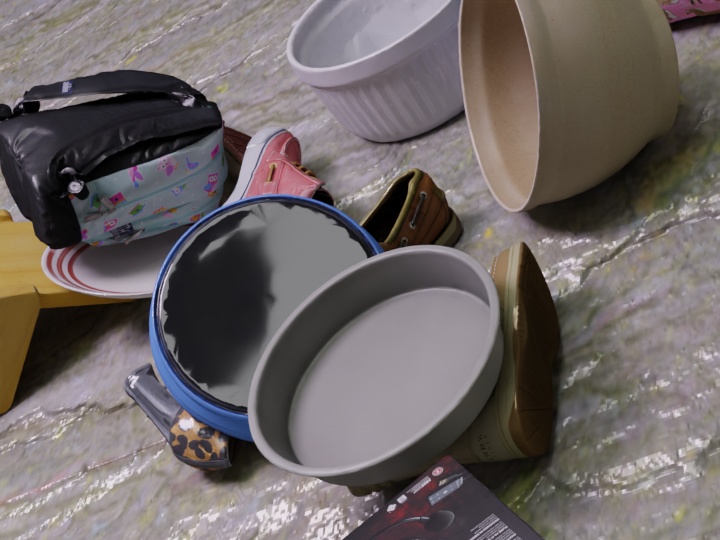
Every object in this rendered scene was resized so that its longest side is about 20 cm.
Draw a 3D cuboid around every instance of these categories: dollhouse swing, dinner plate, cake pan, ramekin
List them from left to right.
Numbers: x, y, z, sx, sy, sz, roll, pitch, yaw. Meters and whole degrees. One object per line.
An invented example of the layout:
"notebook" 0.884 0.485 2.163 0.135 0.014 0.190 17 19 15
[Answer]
"dollhouse swing" -0.315 0.046 1.760 0.200 0.176 0.182 52 127 60
"dinner plate" -0.192 -0.014 1.686 0.200 0.024 0.200 -3 26 2
"cake pan" 0.015 0.069 1.273 0.200 0.037 0.200 -23 39 20
"ramekin" 0.040 -0.210 1.721 0.200 0.105 0.200 -24 30 15

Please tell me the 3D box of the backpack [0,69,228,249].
"backpack" -0.223 -0.101 1.699 0.200 0.127 0.167 -18 46 -21

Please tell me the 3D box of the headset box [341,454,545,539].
"headset box" 0.057 0.219 1.108 0.149 0.077 0.200 -38 29 -8

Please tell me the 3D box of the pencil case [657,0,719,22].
"pencil case" 0.262 -0.249 1.588 0.200 0.083 0.087 -7 38 36

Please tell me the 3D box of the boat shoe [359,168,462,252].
"boat shoe" 0.000 0.000 1.489 0.072 0.068 0.200 6 49 46

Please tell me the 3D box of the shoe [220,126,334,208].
"shoe" -0.063 -0.067 1.656 0.091 0.072 0.200 -3 33 17

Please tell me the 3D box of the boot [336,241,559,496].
"boot" 0.062 0.071 1.325 0.155 0.073 0.200 -19 38 24

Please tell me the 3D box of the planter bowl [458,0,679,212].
"planter bowl" 0.171 -0.153 1.456 0.135 0.201 0.200 -8 28 -12

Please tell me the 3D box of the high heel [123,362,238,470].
"high heel" -0.079 0.077 1.472 0.200 0.071 0.143 -37 42 -12

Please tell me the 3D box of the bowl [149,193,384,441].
"bowl" -0.068 0.032 1.419 0.200 0.039 0.201 -2 68 5

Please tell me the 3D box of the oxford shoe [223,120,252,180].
"oxford shoe" -0.147 -0.110 1.817 0.200 0.070 0.075 34 100 54

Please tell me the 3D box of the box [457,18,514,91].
"box" 0.144 -0.217 1.618 0.041 0.119 0.200 -14 35 29
